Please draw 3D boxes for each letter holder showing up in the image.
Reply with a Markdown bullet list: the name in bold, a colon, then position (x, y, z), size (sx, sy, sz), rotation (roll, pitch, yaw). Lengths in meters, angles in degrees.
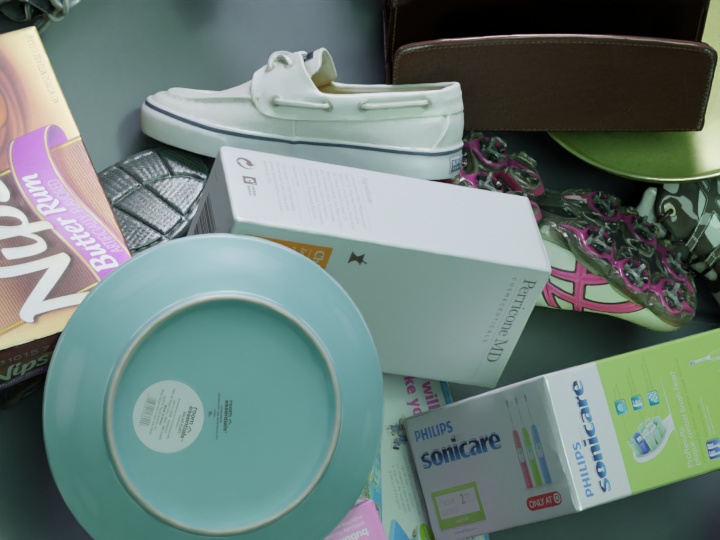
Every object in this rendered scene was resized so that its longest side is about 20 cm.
- **letter holder**: position (0.117, -0.167, 1.619), size (0.199, 0.142, 0.101), rotation (0, 54, -3)

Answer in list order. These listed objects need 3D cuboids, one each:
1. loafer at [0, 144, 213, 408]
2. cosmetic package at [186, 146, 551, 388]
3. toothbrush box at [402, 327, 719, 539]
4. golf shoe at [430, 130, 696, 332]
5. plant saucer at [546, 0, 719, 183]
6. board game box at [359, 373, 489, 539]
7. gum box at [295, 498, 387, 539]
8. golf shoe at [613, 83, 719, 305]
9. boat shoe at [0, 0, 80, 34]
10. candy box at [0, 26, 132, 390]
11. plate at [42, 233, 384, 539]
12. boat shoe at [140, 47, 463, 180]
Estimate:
- **loafer**: position (-0.163, 0.003, 1.576), size (0.072, 0.063, 0.200), rotation (35, 62, 22)
- **cosmetic package**: position (0.000, 0.000, 1.560), size (0.199, 0.102, 0.071), rotation (8, 39, -19)
- **toothbrush box**: position (0.152, 0.097, 1.603), size (0.200, 0.145, 0.086), rotation (-11, 84, -37)
- **golf shoe**: position (0.120, -0.011, 1.671), size (0.200, 0.092, 0.073), rotation (29, 42, -12)
- **plant saucer**: position (0.201, -0.129, 1.703), size (0.199, 0.031, 0.201), rotation (-3, 55, 4)
- **board game box**: position (-0.006, 0.103, 1.622), size (0.134, 0.034, 0.201), rotation (-13, 85, -23)
- **gum box**: position (-0.066, 0.223, 1.535), size (0.199, 0.066, 0.114), rotation (-22, 88, -7)
- **golf shoe**: position (0.221, -0.022, 1.717), size (0.094, 0.078, 0.201), rotation (-17, 76, -20)
- **boat shoe**: position (-0.202, -0.177, 1.576), size (0.199, 0.074, 0.068), rotation (-26, 90, -26)
- **candy box**: position (-0.209, -0.034, 1.518), size (0.116, 0.057, 0.200), rotation (-16, 64, -17)
- **plate**: position (-0.079, 0.080, 1.476), size (0.199, 0.026, 0.201), rotation (-2, 97, -17)
- **boat shoe**: position (-0.035, -0.102, 1.593), size (0.199, 0.071, 0.070), rotation (8, 106, 10)
